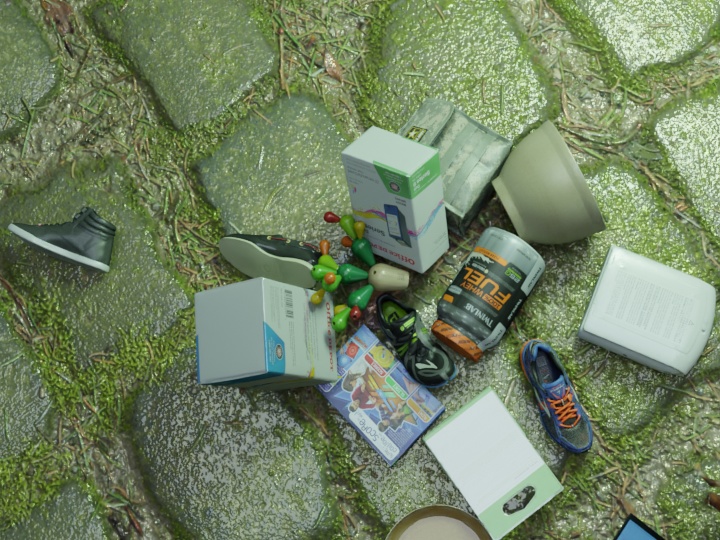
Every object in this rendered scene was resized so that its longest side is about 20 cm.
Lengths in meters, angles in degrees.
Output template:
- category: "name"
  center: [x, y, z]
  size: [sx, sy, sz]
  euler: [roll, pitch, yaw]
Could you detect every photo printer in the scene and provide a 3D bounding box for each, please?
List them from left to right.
- category: "photo printer"
  center: [0.476, 0.069, 1.583]
  size: [0.197, 0.070, 0.169]
  euler: [21, 80, 10]

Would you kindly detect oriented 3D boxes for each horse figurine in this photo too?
- category: "horse figurine"
  center: [0.612, 0.312, 1.518]
  size: [0.133, 0.050, 0.200]
  euler: [45, 77, -4]

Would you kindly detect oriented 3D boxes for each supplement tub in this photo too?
- category: "supplement tub"
  center: [0.207, 0.041, 1.592]
  size: [0.121, 0.123, 0.202]
  euler: [32, 82, 12]

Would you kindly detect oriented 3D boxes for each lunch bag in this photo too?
- category: "lunch bag"
  center: [0.140, -0.189, 1.656]
  size: [0.198, 0.118, 0.165]
  euler: [34, 79, 17]

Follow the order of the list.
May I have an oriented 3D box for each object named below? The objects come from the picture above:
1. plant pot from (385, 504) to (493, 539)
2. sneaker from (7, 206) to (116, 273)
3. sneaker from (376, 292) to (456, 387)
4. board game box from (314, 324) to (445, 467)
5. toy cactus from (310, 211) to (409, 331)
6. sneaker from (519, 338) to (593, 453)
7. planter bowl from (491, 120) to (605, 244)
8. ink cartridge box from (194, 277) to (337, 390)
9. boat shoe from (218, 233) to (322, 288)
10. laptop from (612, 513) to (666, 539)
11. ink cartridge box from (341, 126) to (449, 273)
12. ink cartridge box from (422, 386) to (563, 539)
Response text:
- category: "plant pot"
  center: [0.128, 0.482, 1.551]
  size: [0.196, 0.028, 0.204]
  euler: [-1, 76, 6]
- category: "sneaker"
  center: [-0.527, -0.073, 1.729]
  size: [0.196, 0.071, 0.101]
  euler: [19, 78, 4]
- category: "sneaker"
  center: [0.083, 0.114, 1.585]
  size: [0.070, 0.083, 0.200]
  euler: [-36, 56, -5]
- category: "board game box"
  center: [0.028, 0.210, 1.618]
  size: [0.135, 0.034, 0.200]
  euler: [-44, 76, -5]
- category: "toy cactus"
  center: [0.000, 0.000, 1.583]
  size: [0.161, 0.103, 0.203]
  euler: [6, 59, -9]
- category: "sneaker"
  center: [0.316, 0.204, 1.566]
  size: [0.074, 0.079, 0.202]
  euler: [-27, 76, 0]
- category: "planter bowl"
  center: [0.298, -0.126, 1.589]
  size: [0.133, 0.200, 0.203]
  euler: [-27, 76, 9]
- category: "ink cartridge box"
  center: [-0.149, 0.109, 1.557]
  size: [0.144, 0.199, 0.150]
  euler: [-12, 74, 30]
- category: "boat shoe"
  center: [-0.153, -0.026, 1.681]
  size: [0.198, 0.075, 0.063]
  euler: [15, 43, 19]
- category: "laptop"
  center: [0.439, 0.510, 1.453]
  size: [0.176, 0.200, 0.104]
  euler: [37, 120, 1]
- category: "ink cartridge box"
  center: [0.060, -0.114, 1.582]
  size: [0.144, 0.202, 0.087]
  euler: [25, 53, 35]
- category: "ink cartridge box"
  center: [0.214, 0.313, 1.568]
  size: [0.145, 0.048, 0.201]
  euler: [-36, 76, -2]
